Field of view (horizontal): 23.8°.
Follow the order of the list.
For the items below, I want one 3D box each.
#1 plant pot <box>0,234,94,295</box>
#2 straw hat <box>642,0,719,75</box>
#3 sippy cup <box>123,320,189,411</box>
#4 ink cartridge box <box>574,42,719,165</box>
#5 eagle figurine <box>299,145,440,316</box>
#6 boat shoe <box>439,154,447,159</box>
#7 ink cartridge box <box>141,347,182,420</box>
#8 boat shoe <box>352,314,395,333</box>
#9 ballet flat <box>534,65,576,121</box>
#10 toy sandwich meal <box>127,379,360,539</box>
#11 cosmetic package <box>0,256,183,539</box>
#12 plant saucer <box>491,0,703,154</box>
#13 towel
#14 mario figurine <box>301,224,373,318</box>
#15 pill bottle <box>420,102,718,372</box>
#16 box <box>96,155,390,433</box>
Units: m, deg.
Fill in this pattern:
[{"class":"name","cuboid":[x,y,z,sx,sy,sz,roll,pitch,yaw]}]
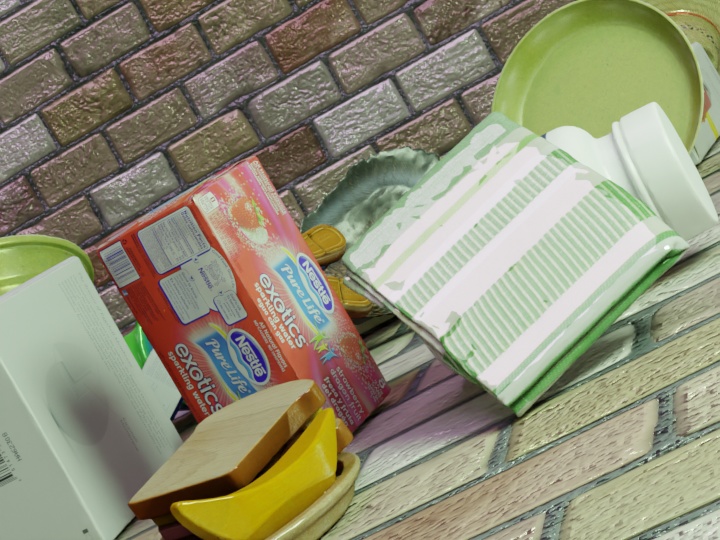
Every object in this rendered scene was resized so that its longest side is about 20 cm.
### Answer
[{"class":"plant pot","cuboid":[-0.315,0.100,1.584,0.200,0.184,0.201,-21,-28,-12]},{"class":"straw hat","cuboid":[0.313,-0.210,1.704,0.201,0.201,0.085,-27,26,26]},{"class":"sippy cup","cuboid":[-0.170,0.081,1.702,0.130,0.177,0.140,-42,26,63]},{"class":"ink cartridge box","cuboid":[0.255,-0.128,1.589,0.145,0.084,0.200,-28,5,27]},{"class":"eagle figurine","cuboid":[0.006,0.004,1.488,0.152,0.151,0.200,-44,4,44]},{"class":"boat shoe","cuboid":[0.026,-0.040,1.576,0.200,0.072,0.065,-35,34,0]},{"class":"ink cartridge box","cuboid":[-0.163,0.082,1.498,0.200,0.044,0.094,-62,1,5]},{"class":"boat shoe","cuboid":[0.056,-0.011,1.626,0.200,0.069,0.075,-29,3,-15]},{"class":"ballet flat","cuboid":[0.145,-0.129,1.592,0.067,0.046,0.200,-46,-6,-44]},{"class":"toy sandwich meal","cuboid":[-0.085,0.136,0.993,0.205,0.070,0.205,-29,5,3]},{"class":"cosmetic package","cuboid":[-0.259,0.120,1.354,0.123,0.200,0.200,-27,6,19]},{"class":"plant saucer","cuboid":[0.207,-0.136,1.474,0.200,0.200,0.031,-27,-21,27]},{"class":"towel","cuboid":[0.086,-0.009,1.033,0.153,0.023,0.200,-44,39,-5]},{"class":"mario figurine","cuboid":[-0.047,0.052,1.353,0.200,0.106,0.124,-54,17,43]},{"class":"pill bottle","cuboid":[0.126,-0.025,1.125,0.200,0.120,0.120,-28,5,16]},{"class":"box","cuboid":[-0.079,0.036,1.196,0.100,0.200,0.095,-26,8,33]}]
